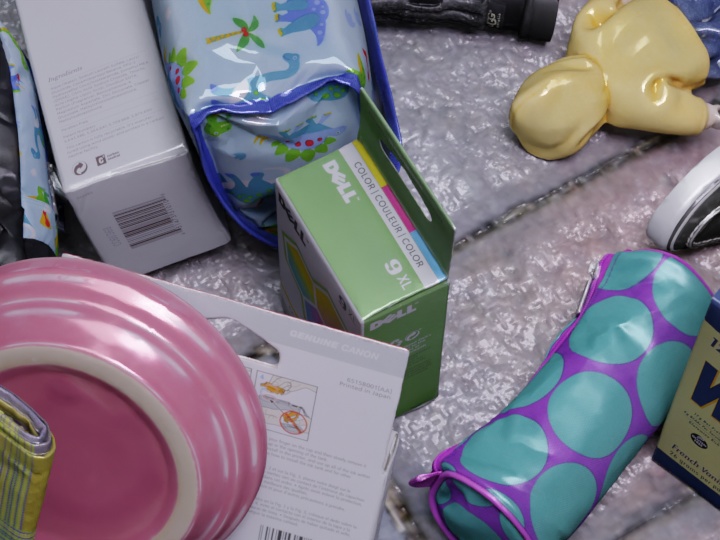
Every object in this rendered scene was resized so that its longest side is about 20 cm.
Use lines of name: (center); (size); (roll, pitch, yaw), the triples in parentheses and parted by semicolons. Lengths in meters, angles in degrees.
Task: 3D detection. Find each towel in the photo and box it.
towel: (-0.227, 0.110, 1.186); (0.143, 0.201, 0.023); (34, 46, 16)

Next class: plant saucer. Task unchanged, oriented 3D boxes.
plant saucer: (-0.151, 0.090, 1.196); (0.199, 0.202, 0.051); (16, 35, 6)

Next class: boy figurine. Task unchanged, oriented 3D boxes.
boy figurine: (0.184, -0.129, 1.412); (0.199, 0.065, 0.125); (-31, 67, -18)

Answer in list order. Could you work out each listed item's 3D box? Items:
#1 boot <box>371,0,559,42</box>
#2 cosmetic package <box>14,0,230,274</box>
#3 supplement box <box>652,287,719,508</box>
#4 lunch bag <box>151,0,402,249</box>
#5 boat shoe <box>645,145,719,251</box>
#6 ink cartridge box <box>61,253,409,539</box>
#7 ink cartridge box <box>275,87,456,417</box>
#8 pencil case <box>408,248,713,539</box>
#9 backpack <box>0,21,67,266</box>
boot: (0.060, -0.250, 1.462); (0.156, 0.080, 0.213); (8, 62, 1)
cosmetic package: (-0.149, -0.110, 1.342); (0.080, 0.113, 0.201); (-18, 60, 2)
supplement box: (0.286, 0.035, 1.249); (0.134, 0.200, 0.200); (35, 65, 16)
lunch bag: (-0.049, -0.119, 1.316); (0.126, 0.200, 0.171); (-12, 63, -1)
boat shoe: (0.268, -0.057, 1.372); (0.199, 0.071, 0.064); (-29, 65, -19)
ink cartridge box: (-0.076, 0.077, 1.223); (0.198, 0.175, 0.044); (15, 33, 6)
ink cartridge box: (0.000, 0.000, 1.252); (0.059, 0.201, 0.104); (-25, 64, -14)
pencil case: (0.123, 0.079, 1.282); (0.092, 0.085, 0.200); (41, 65, 1)
backpack: (-0.252, -0.061, 1.311); (0.162, 0.154, 0.202); (-13, 79, 11)
